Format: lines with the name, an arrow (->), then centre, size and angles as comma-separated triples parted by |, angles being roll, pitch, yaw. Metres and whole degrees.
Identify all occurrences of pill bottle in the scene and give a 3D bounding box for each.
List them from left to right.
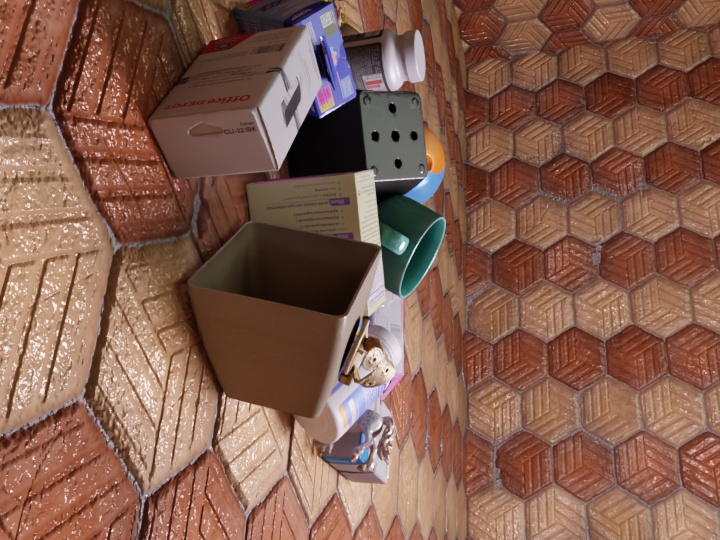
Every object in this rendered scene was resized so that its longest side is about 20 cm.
pill bottle -> -0.018, 0.179, 1.108 | 0.199, 0.110, 0.115 | -38, 127, -40
pill bottle -> 0.024, -0.410, 1.322 | 0.116, 0.194, 0.119 | -3, 90, -73

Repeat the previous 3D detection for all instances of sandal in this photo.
sandal -> 0.016, 0.128, 0.925 | 0.212, 0.068, 0.079 | 108, 8, -70

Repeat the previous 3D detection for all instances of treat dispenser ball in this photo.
treat dispenser ball -> 0.098, -0.247, 1.547 | 0.200, 0.195, 0.207 | -3, 90, -73

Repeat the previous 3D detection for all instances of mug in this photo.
mug -> 0.060, -0.057, 1.122 | 0.153, 0.113, 0.187 | -50, 159, -28

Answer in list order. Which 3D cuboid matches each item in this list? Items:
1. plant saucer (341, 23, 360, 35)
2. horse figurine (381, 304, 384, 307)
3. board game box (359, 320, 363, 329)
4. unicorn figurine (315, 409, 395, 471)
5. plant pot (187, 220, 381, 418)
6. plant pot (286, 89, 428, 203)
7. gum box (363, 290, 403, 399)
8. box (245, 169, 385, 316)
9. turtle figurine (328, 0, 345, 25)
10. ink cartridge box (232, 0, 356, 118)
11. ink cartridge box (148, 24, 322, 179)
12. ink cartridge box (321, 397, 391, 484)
plant saucer -> -0.005, -0.456, 1.517 | 0.200, 0.034, 0.206 | -3, 90, -74
horse figurine -> 0.000, 0.000, 1.214 | 0.130, 0.049, 0.206 | -6, 99, -39
board game box -> -0.043, 0.074, 1.270 | 0.152, 0.046, 0.205 | -63, 146, -60
unicorn figurine -> -0.029, 0.261, 1.172 | 0.074, 0.196, 0.140 | 115, -3, -62
plant pot -> -0.092, 0.070, 0.875 | 0.201, 0.195, 0.181 | -61, 158, -60
plant pot -> 0.004, -0.208, 1.110 | 0.196, 0.175, 0.206 | -9, 95, -39
gum box -> 0.039, 0.156, 1.375 | 0.114, 0.064, 0.204 | 119, -22, -49
box -> -0.063, -0.039, 0.999 | 0.097, 0.171, 0.206 | -30, 115, -69
turtle figurine -> -0.065, -0.522, 1.278 | 0.161, 0.063, 0.206 | -10, 89, -81
ink cartridge box -> -0.085, -0.305, 0.942 | 0.076, 0.198, 0.139 | -36, 131, -23
ink cartridge box -> -0.143, -0.205, 0.808 | 0.203, 0.140, 0.085 | -72, 153, -45
ink cartridge box -> -0.003, 0.315, 1.293 | 0.201, 0.082, 0.149 | 62, 29, -56
